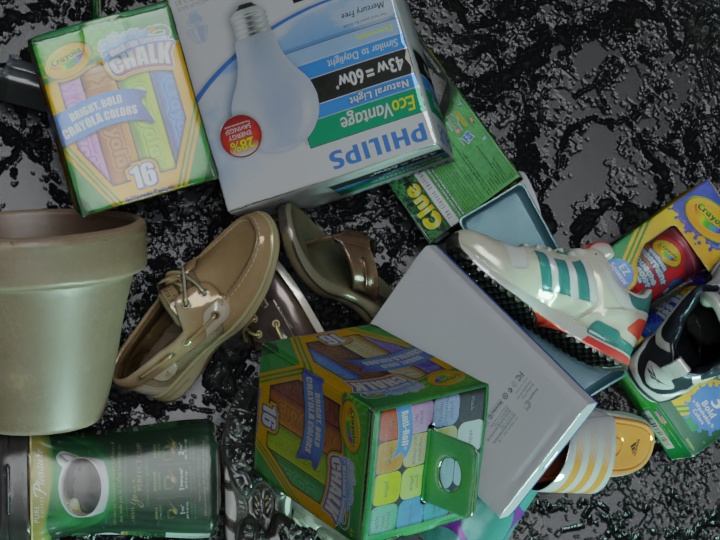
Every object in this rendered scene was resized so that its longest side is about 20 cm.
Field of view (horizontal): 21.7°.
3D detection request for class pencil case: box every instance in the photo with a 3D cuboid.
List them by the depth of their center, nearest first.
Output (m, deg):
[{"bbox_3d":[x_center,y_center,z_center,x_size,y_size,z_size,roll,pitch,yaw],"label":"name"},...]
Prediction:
[{"bbox_3d":[0.100,0.204,1.669,0.092,0.085,0.200,34,77,-17],"label":"pencil case"}]

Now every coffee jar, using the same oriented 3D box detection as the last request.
[{"bbox_3d":[-0.223,0.182,1.622,0.200,0.085,0.104,0,89,-9],"label":"coffee jar"}]

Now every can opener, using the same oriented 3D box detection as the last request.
[{"bbox_3d":[-0.310,-0.159,1.687,0.200,0.053,0.067,10,115,-6],"label":"can opener"}]

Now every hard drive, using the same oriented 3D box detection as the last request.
[{"bbox_3d":[0.092,0.093,1.594,0.200,0.025,0.132,45,115,24],"label":"hard drive"}]

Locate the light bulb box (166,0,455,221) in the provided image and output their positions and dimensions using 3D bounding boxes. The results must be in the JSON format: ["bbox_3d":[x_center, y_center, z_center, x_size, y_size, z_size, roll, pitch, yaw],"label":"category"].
[{"bbox_3d":[-0.041,-0.166,1.658,0.198,0.125,0.200,-18,84,9],"label":"light bulb box"}]

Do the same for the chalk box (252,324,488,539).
[{"bbox_3d":[0.019,0.138,1.529,0.124,0.200,0.125,-8,112,-36],"label":"chalk box"}]

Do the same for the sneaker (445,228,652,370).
[{"bbox_3d":[0.168,0.004,1.639,0.200,0.070,0.093,33,76,-13],"label":"sneaker"}]

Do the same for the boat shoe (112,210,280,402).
[{"bbox_3d":[-0.142,0.030,1.623,0.064,0.071,0.200,20,111,-44],"label":"boat shoe"}]

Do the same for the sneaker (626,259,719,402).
[{"bbox_3d":[0.325,0.034,1.631,0.199,0.130,0.080,-34,88,-11],"label":"sneaker"}]

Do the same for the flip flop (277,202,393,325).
[{"bbox_3d":[0.000,0.000,1.657,0.058,0.081,0.200,-37,121,23],"label":"flip flop"}]

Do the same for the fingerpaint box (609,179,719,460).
[{"bbox_3d":[0.304,0.046,1.730,0.167,0.073,0.200,-34,88,-12],"label":"fingerpaint box"}]

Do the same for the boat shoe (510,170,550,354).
[{"bbox_3d":[0.131,0.009,1.715,0.068,0.072,0.200,-3,89,-11],"label":"boat shoe"}]

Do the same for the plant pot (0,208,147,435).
[{"bbox_3d":[-0.280,0.044,1.597,0.200,0.200,0.175,-2,99,-9],"label":"plant pot"}]

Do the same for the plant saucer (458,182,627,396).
[{"bbox_3d":[0.161,0.024,1.677,0.070,0.019,0.200,-31,98,-11],"label":"plant saucer"}]

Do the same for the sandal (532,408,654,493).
[{"bbox_3d":[0.208,0.157,1.653,0.207,0.059,0.079,2,103,-43],"label":"sandal"}]

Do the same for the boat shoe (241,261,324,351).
[{"bbox_3d":[-0.068,0.057,1.674,0.060,0.072,0.200,-36,94,-15],"label":"boat shoe"}]

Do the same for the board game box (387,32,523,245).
[{"bbox_3d":[0.049,-0.133,1.714,0.105,0.023,0.200,-35,79,7],"label":"board game box"}]

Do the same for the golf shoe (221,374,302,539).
[{"bbox_3d":[-0.093,0.193,1.640,0.078,0.094,0.200,7,69,-18],"label":"golf shoe"}]

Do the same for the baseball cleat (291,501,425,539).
[{"bbox_3d":[0.024,0.209,1.614,0.106,0.200,0.070,-52,136,-16],"label":"baseball cleat"}]

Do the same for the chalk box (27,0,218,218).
[{"bbox_3d":[-0.211,-0.160,1.604,0.124,0.125,0.200,-17,98,-9],"label":"chalk box"}]
